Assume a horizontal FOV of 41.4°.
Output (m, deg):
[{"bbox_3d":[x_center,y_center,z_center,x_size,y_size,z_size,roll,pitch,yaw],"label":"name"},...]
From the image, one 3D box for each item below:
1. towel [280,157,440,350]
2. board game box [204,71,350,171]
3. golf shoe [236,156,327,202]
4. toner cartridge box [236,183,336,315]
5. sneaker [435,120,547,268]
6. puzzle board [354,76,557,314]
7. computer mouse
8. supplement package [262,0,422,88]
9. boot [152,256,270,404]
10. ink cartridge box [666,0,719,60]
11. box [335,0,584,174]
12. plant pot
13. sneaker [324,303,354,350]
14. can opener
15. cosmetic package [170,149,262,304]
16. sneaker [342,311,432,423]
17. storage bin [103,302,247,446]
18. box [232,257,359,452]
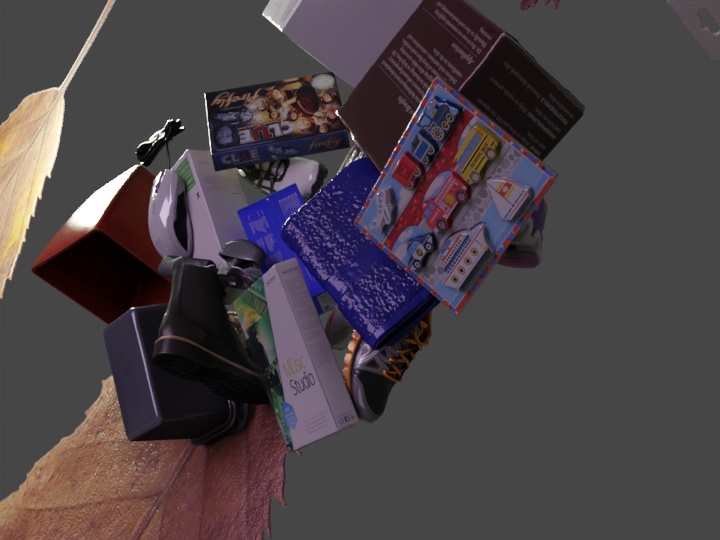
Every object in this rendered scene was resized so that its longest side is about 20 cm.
[{"bbox_3d":[0.015,-0.021,1.077,0.147,0.050,0.200,-40,61,-4],"label":"towel"},{"bbox_3d":[-0.122,-0.218,1.382,0.195,0.035,0.137,-11,50,-4],"label":"board game box"},{"bbox_3d":[-0.130,-0.146,1.395,0.198,0.094,0.079,14,77,49],"label":"golf shoe"},{"bbox_3d":[-0.092,-0.022,1.273,0.093,0.044,0.202,-24,50,-4],"label":"toner cartridge box"},{"bbox_3d":[0.144,-0.096,0.995,0.079,0.201,0.089,4,52,40],"label":"sneaker"},{"bbox_3d":[0.086,-0.068,0.949,0.150,0.017,0.201,41,131,12],"label":"puzzle board"},{"bbox_3d":[-0.281,-0.106,1.363,0.109,0.043,0.205,-18,78,45],"label":"computer mouse"},{"bbox_3d":[-0.026,-0.364,1.325,0.152,0.150,0.200,-54,23,9],"label":"supplement package"},{"bbox_3d":[-0.168,0.080,1.216,0.076,0.199,0.141,-18,53,32],"label":"boot"},{"bbox_3d":[0.389,-0.299,0.887,0.198,0.116,0.068,-31,46,31],"label":"ink cartridge box"},{"bbox_3d":[0.111,-0.182,1.090,0.201,0.163,0.167,-49,41,15],"label":"box"},{"bbox_3d":[-0.373,-0.045,1.538,0.198,0.199,0.179,-23,41,37],"label":"plant pot"},{"bbox_3d":[0.000,0.000,1.160,0.201,0.093,0.070,-53,39,9],"label":"sneaker"},{"bbox_3d":[-0.195,-0.007,1.282,0.198,0.053,0.068,6,62,47],"label":"can opener"},{"bbox_3d":[-0.215,-0.061,1.385,0.107,0.084,0.203,-40,62,38],"label":"cosmetic package"},{"bbox_3d":[0.040,0.078,1.089,0.076,0.078,0.204,13,84,32],"label":"sneaker"},{"bbox_3d":[-0.250,0.132,1.272,0.144,0.133,0.204,-29,72,37],"label":"storage bin"},{"bbox_3d":[-0.081,0.104,1.124,0.144,0.036,0.204,-36,73,56],"label":"box"}]
